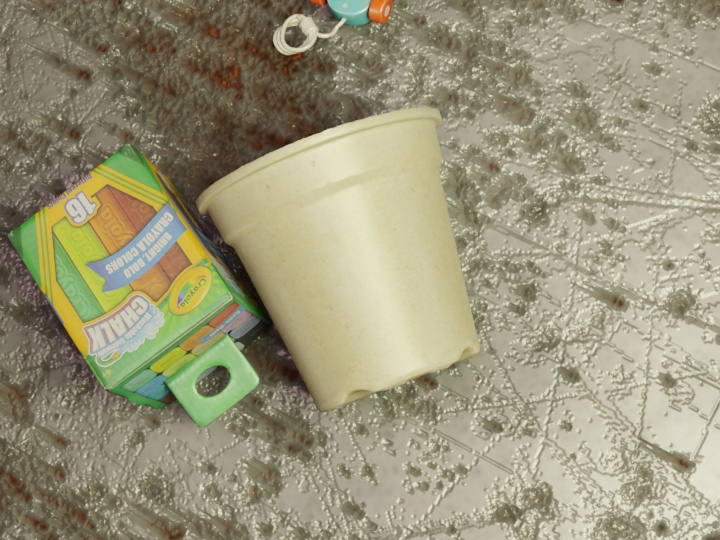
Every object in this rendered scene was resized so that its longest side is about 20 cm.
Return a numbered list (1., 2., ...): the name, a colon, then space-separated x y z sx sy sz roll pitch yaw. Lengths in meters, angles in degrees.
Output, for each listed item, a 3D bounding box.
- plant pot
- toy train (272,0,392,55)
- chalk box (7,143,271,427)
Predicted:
1. plant pot: 0.000 0.000 1.001 0.200 0.200 0.184 -21 85 5
2. toy train: -0.039 -0.275 1.133 0.150 0.056 0.201 -20 71 7
3. chalk box: -0.161 0.026 1.047 0.125 0.124 0.200 -37 73 1
